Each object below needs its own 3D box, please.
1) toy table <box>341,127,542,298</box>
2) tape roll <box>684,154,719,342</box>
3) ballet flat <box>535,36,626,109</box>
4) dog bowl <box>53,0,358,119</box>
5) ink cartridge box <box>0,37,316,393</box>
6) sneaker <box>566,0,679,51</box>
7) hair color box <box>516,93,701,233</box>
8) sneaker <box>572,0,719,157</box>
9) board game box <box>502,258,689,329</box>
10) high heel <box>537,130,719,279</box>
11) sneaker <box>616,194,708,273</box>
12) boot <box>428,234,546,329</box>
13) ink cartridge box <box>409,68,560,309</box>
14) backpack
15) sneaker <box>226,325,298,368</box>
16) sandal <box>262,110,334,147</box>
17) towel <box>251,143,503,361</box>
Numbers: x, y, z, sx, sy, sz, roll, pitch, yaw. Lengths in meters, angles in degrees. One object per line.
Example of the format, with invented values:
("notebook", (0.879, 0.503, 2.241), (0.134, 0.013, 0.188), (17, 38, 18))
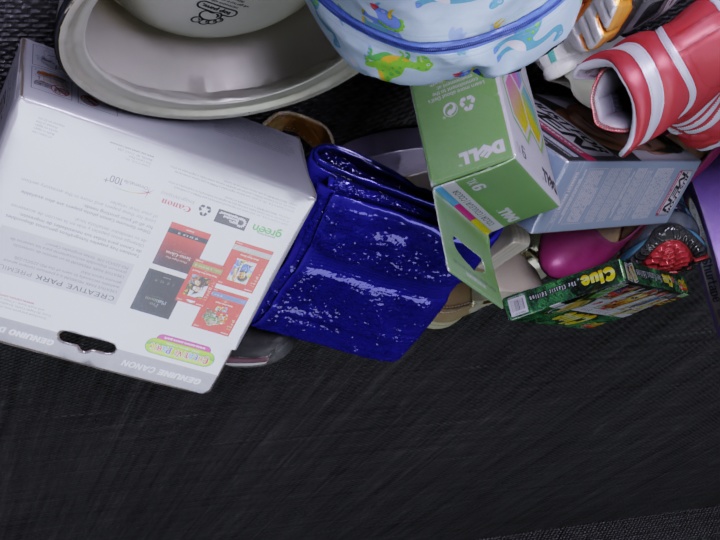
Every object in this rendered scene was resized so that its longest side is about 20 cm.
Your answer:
("toy table", (0.069, -0.037, 1.103), (0.197, 0.119, 0.184), (-1, 157, -23))
("tape roll", (0.351, -0.011, 1.198), (0.084, 0.203, 0.200), (-15, 159, 9))
("ballet flat", (0.182, -0.138, 0.973), (0.069, 0.070, 0.199), (-25, 156, 33))
("dog bowl", (-0.076, -0.165, 0.754), (0.197, 0.075, 0.201), (-11, 160, -4))
("ink cartridge box", (-0.157, -0.028, 0.880), (0.198, 0.084, 0.177), (18, 118, -24))
("sneaker", (0.185, -0.207, 0.799), (0.076, 0.079, 0.200), (-17, 167, -25))
("hair color box", (0.157, -0.081, 0.987), (0.199, 0.099, 0.061), (-5, 128, -50))
("sneaker", (0.201, -0.114, 0.902), (0.112, 0.072, 0.200), (-29, 162, -1))
("board game box", (0.205, 0.023, 1.142), (0.104, 0.024, 0.199), (-18, 168, 26))
("high heel", (0.223, -0.069, 1.086), (0.200, 0.067, 0.096), (-45, -177, -26))
("sneaker", (0.260, -0.044, 1.204), (0.078, 0.097, 0.200), (-12, 174, 7))
("boot", (0.136, -0.016, 1.219), (0.154, 0.073, 0.199), (-30, 172, 38))
("ink cartridge box", (0.078, -0.089, 0.849), (0.059, 0.203, 0.104), (-17, 159, 19))
("backpack", (0.027, -0.176, 0.598), (0.161, 0.203, 0.154), (-8, 158, -5))
("sneaker", (-0.145, 0.005, 1.061), (0.198, 0.076, 0.116), (21, 158, 21))
("sandal", (-0.053, -0.083, 0.975), (0.069, 0.079, 0.211), (-19, 153, 26))
("towel", (0.000, 0.000, 0.974), (0.146, 0.050, 0.200), (20, 145, -10))
